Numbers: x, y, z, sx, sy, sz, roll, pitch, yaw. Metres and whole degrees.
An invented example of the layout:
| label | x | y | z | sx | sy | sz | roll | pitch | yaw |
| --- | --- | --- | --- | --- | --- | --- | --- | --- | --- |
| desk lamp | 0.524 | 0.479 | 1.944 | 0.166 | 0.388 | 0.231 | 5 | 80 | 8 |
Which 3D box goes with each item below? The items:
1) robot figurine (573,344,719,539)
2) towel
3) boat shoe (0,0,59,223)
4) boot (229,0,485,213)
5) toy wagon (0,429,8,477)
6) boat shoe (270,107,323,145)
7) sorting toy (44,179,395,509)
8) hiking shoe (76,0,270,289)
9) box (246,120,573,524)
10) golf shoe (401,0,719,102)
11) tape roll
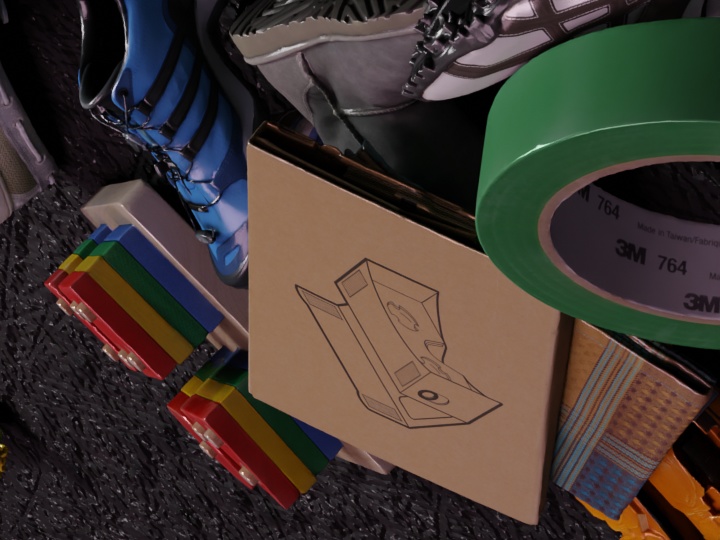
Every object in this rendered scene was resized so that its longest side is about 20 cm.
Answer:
| label | x | y | z | sx | sy | sz | roll | pitch | yaw |
| --- | --- | --- | --- | --- | --- | --- | --- | --- | --- |
| robot figurine | 0.170 | 0.114 | 1.328 | 0.200 | 0.058 | 0.145 | 48 | 151 | -12 |
| towel | 0.061 | 0.031 | 1.259 | 0.199 | 0.022 | 0.147 | 33 | 149 | 5 |
| boat shoe | -0.218 | -0.114 | 1.482 | 0.074 | 0.065 | 0.203 | 34 | 149 | 43 |
| boot | 0.047 | -0.054 | 1.232 | 0.181 | 0.073 | 0.201 | -2 | 127 | 56 |
| toy wagon | -0.319 | 0.082 | 1.881 | 0.199 | 0.040 | 0.156 | 27 | 148 | 22 |
| boat shoe | 0.000 | 0.000 | 1.371 | 0.072 | 0.072 | 0.201 | 13 | 131 | 48 |
| sorting toy | -0.085 | 0.047 | 1.456 | 0.199 | 0.070 | 0.200 | 46 | 172 | -9 |
| hiking shoe | -0.097 | -0.080 | 1.294 | 0.074 | 0.086 | 0.201 | -1 | 109 | 59 |
| box | 0.021 | 0.029 | 1.255 | 0.163 | 0.021 | 0.201 | 25 | 146 | 16 |
| golf shoe | 0.096 | -0.110 | 1.058 | 0.094 | 0.078 | 0.200 | 35 | 137 | -19 |
| tape roll | 0.147 | -0.030 | 1.077 | 0.199 | 0.048 | 0.201 | 7 | 154 | 4 |
